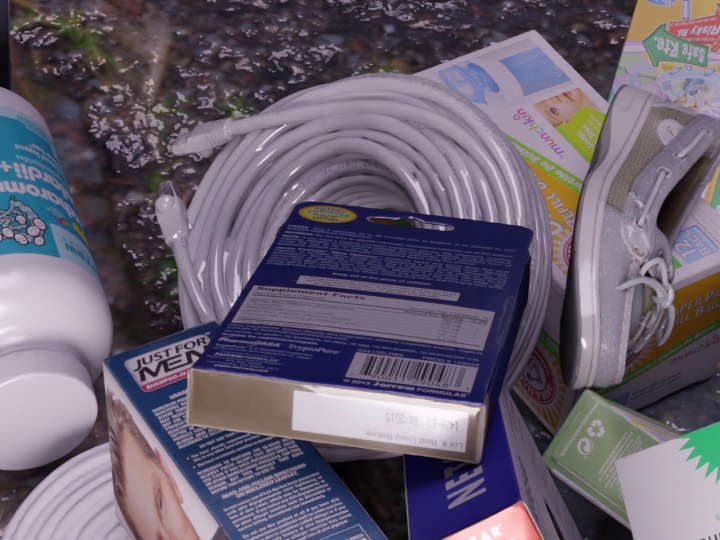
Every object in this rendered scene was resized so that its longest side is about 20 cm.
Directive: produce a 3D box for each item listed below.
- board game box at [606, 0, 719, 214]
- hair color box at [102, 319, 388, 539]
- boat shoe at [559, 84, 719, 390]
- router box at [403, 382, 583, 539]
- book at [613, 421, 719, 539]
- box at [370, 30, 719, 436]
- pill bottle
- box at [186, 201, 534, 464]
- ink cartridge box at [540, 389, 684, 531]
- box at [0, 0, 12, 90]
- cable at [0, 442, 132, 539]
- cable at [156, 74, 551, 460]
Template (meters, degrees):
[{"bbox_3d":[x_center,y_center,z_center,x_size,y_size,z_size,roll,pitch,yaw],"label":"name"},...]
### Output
[{"bbox_3d":[0.241,-0.079,1.243,0.199,0.034,0.135,16,82,8],"label":"board game box"},{"bbox_3d":[-0.040,0.123,0.902,0.060,0.101,0.200,-19,43,-23],"label":"hair color box"},{"bbox_3d":[0.139,-0.018,1.051,0.064,0.075,0.202,11,39,10],"label":"boat shoe"},{"bbox_3d":[0.078,0.150,0.896,0.049,0.180,0.200,-26,12,6],"label":"router box"},{"bbox_3d":[0.194,0.152,0.884,0.133,0.048,0.201,-24,61,22],"label":"book"},{"bbox_3d":[0.102,-0.021,1.170,0.112,0.102,0.200,-23,53,-26],"label":"box"},{"bbox_3d":[-0.192,0.005,1.101,0.110,0.111,0.201,-10,49,-17],"label":"pill bottle"},{"bbox_3d":[0.008,0.021,0.932,0.120,0.033,0.200,7,24,9],"label":"box"},{"bbox_3d":[0.191,0.138,1.005,0.200,0.145,0.048,36,95,27],"label":"ink cartridge box"},{"bbox_3d":[-0.331,-0.130,1.183,0.196,0.118,0.200,33,50,23],"label":"box"},{"bbox_3d":[-0.081,0.164,0.988,0.199,0.070,0.200,18,47,10],"label":"cable"},{"bbox_3d":[0.000,0.000,1.086,0.199,0.069,0.201,-19,66,22],"label":"cable"}]
